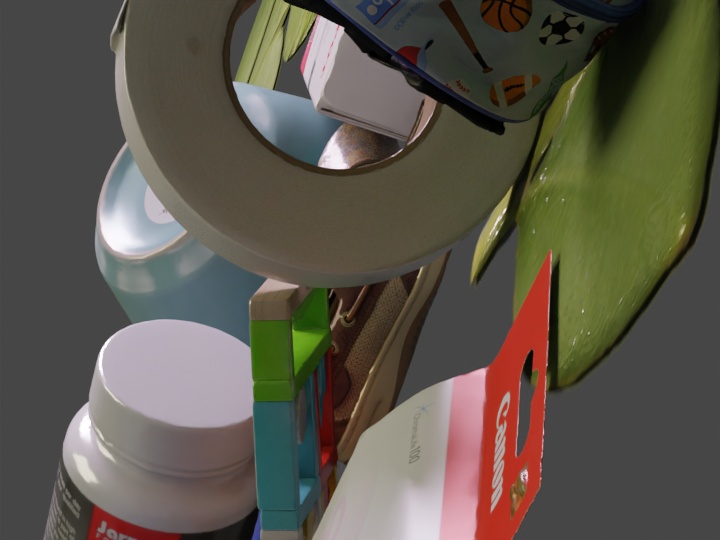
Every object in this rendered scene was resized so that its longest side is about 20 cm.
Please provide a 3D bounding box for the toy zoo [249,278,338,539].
[{"bbox_3d":[-0.029,0.100,1.255,0.131,0.020,0.201,-56,-36,-77],"label":"toy zoo"}]

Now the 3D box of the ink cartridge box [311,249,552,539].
[{"bbox_3d":[0.021,0.105,1.073,0.163,0.057,0.201,-82,9,-55],"label":"ink cartridge box"}]

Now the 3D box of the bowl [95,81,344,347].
[{"bbox_3d":[-0.081,-0.032,1.542,0.200,0.105,0.201,-27,45,30],"label":"bowl"}]

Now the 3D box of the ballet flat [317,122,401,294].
[{"bbox_3d":[0.000,0.000,1.445,0.067,0.068,0.201,-20,51,55],"label":"ballet flat"}]

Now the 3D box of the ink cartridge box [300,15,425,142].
[{"bbox_3d":[0.030,-0.156,1.475,0.200,0.084,0.145,-111,40,-79],"label":"ink cartridge box"}]

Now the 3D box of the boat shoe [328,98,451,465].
[{"bbox_3d":[0.002,-0.001,1.355,0.072,0.072,0.201,-119,48,-80],"label":"boat shoe"}]

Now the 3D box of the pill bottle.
[{"bbox_3d":[-0.114,0.136,1.427,0.114,0.113,0.201,-83,7,-57],"label":"pill bottle"}]

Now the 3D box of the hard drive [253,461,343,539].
[{"bbox_3d":[-0.057,0.191,1.494,0.132,0.025,0.201,173,115,-81],"label":"hard drive"}]

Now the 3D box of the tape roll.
[{"bbox_3d":[-0.015,-0.092,1.211,0.037,0.202,0.204,134,154,-74],"label":"tape roll"}]

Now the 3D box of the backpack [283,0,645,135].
[{"bbox_3d":[0.045,-0.159,1.085,0.154,0.199,0.191,-49,23,36],"label":"backpack"}]
